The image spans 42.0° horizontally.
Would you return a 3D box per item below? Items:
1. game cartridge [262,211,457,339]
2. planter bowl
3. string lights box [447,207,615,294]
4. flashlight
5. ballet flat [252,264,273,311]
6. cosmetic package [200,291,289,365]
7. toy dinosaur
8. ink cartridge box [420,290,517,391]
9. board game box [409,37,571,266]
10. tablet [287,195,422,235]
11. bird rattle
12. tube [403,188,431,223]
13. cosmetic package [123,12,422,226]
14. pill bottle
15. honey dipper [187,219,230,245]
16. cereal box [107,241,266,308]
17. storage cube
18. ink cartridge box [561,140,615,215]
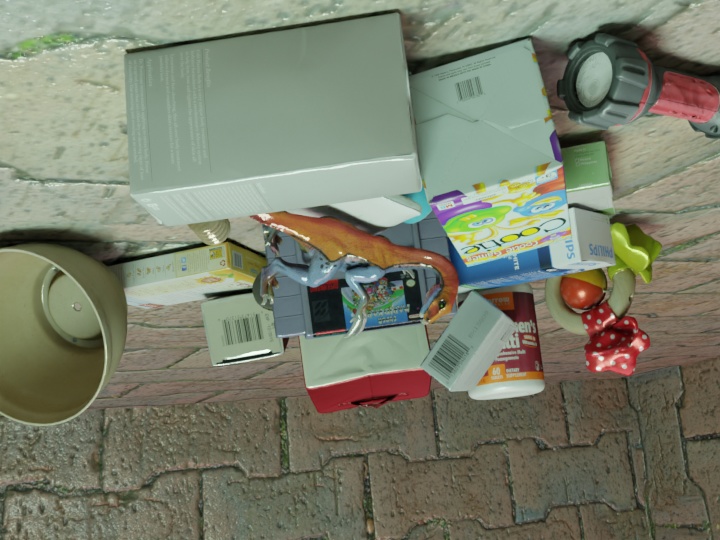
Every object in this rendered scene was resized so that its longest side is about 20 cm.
[{"bbox_3d":[0.000,0.000,1.002,0.197,0.132,0.038,-7,169,-7],"label":"game cartridge"},{"bbox_3d":[-0.350,0.056,1.074,0.197,0.203,0.135,-9,-166,16],"label":"planter bowl"},{"bbox_3d":[0.172,-0.017,1.052,0.198,0.060,0.102,-13,170,35],"label":"string lights box"},{"bbox_3d":[0.245,-0.135,0.735,0.197,0.069,0.068,4,169,-33],"label":"flashlight"},{"bbox_3d":[-0.024,-0.001,1.042,0.197,0.068,0.046,-22,167,-8],"label":"ballet flat"},{"bbox_3d":[-0.156,0.074,1.305,0.102,0.089,0.200,-10,-178,-1],"label":"cosmetic package"},{"bbox_3d":[-0.006,-0.005,0.859,0.179,0.106,0.200,-3,150,20],"label":"toy dinosaur"},{"bbox_3d":[0.139,0.092,1.161,0.050,0.110,0.200,36,-177,15],"label":"ink cartridge box"},{"bbox_3d":[0.110,-0.086,0.769,0.103,0.105,0.200,-15,164,11],"label":"board game box"},{"bbox_3d":[-0.030,-0.065,0.867,0.129,0.014,0.200,24,168,-12],"label":"tablet"},{"bbox_3d":[0.322,0.032,1.256,0.112,0.203,0.162,7,-174,-44],"label":"bird rattle"},{"bbox_3d":[-0.007,-0.101,0.804,0.077,0.051,0.199,-20,148,32],"label":"tube"},{"bbox_3d":[-0.058,-0.102,0.655,0.196,0.109,0.090,-5,167,3],"label":"cosmetic package"},{"bbox_3d":[0.193,0.074,1.314,0.108,0.203,0.110,-5,168,-1],"label":"pill bottle"},{"bbox_3d":[-0.166,-0.071,0.904,0.037,0.039,0.200,-7,164,4],"label":"honey dipper"},{"bbox_3d":[-0.226,0.010,1.205,0.197,0.040,0.144,-9,168,16],"label":"cereal box"},{"bbox_3d":[0.001,0.079,1.272,0.168,0.203,0.180,-9,163,0],"label":"storage cube"},{"bbox_3d":[0.194,-0.082,0.990,0.143,0.049,0.200,-9,174,16],"label":"ink cartridge box"}]
